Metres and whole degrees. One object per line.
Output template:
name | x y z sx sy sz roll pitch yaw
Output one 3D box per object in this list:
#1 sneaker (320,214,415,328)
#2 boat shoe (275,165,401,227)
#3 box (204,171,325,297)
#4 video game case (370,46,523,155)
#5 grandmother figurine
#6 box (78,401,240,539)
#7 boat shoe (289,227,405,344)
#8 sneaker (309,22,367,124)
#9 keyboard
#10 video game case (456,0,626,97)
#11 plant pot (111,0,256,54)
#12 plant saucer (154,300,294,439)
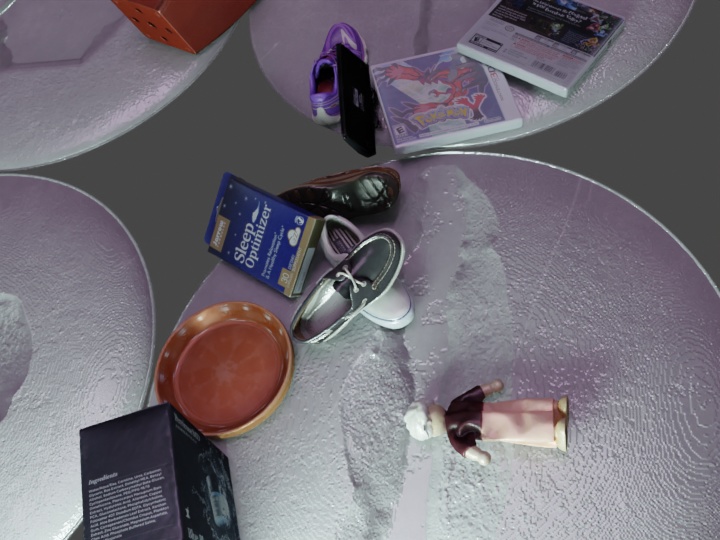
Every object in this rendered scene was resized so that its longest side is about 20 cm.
sneaker | 0.000 0.000 1.167 0.073 0.071 0.200 -38 58 -9
boat shoe | -0.031 -0.110 1.250 0.200 0.076 0.074 -7 26 21
box | -0.153 -0.057 1.231 0.200 0.032 0.121 27 106 29
video game case | 0.130 -0.273 1.309 0.200 0.023 0.183 -13 57 -1
grandmother figurine | 0.150 0.187 1.027 0.200 0.061 0.121 0 32 18
box | -0.226 0.291 0.980 0.117 0.197 0.200 -18 57 3
boat shoe | -0.021 0.024 1.112 0.200 0.060 0.074 -44 78 22
sneaker | -0.040 -0.333 1.371 0.080 0.083 0.200 0 59 15
keyboard | -0.010 -0.254 1.314 0.040 0.104 0.200 -26 51 32
video game case | 0.284 -0.371 1.326 0.200 0.023 0.182 30 67 25
plant pot | -0.330 -0.509 1.501 0.200 0.200 0.176 25 80 26
plant saucer | -0.186 0.137 1.161 0.200 0.032 0.201 -7 58 12
